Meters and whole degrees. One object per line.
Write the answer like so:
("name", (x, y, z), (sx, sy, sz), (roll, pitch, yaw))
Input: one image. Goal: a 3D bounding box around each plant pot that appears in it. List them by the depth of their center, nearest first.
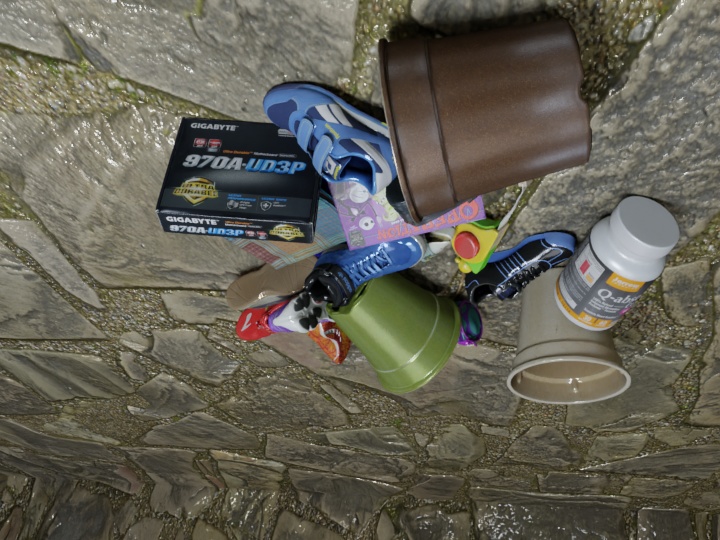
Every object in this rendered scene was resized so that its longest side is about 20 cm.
("plant pot", (0.135, -0.169, 0.738), (0.194, 0.203, 0.201), (-10, 148, 11))
("plant pot", (0.347, 0.105, 1.166), (0.196, 0.186, 0.201), (4, 151, 2))
("plant pot", (0.043, 0.078, 1.194), (0.198, 0.202, 0.190), (-22, 129, 39))

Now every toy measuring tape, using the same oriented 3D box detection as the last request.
("toy measuring tape", (0.184, -0.076, 1.018), (0.072, 0.074, 0.202), (11, 133, -11))

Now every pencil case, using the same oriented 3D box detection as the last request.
("pencil case", (0.133, 0.119, 1.318), (0.198, 0.094, 0.085), (-19, 142, 34))

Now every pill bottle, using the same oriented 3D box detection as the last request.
("pill bottle", (0.381, -0.008, 1.025), (0.114, 0.118, 0.201), (9, 142, -7))

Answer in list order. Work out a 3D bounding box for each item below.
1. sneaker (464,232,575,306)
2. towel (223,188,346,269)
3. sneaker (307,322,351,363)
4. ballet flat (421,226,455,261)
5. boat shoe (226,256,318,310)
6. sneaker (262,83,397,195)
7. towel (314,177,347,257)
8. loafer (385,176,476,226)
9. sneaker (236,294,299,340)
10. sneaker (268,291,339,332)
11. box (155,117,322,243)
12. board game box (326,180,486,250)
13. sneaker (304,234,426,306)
("sneaker", (0.258, 0.003, 1.111), (0.198, 0.079, 0.070), (-21, 141, 38))
("towel", (-0.103, -0.061, 1.019), (0.198, 0.022, 0.146), (-22, 141, 35))
("sneaker", (-0.069, 0.128, 1.411), (0.076, 0.074, 0.201), (15, 151, 27))
("ballet flat", (0.101, -0.074, 1.013), (0.070, 0.070, 0.201), (5, 149, 25))
("boat shoe", (-0.148, 0.022, 1.228), (0.197, 0.073, 0.065), (-23, 166, 20))
("sneaker", (-0.038, -0.163, 0.846), (0.197, 0.083, 0.074), (26, 155, 4))
("towel", (-0.049, -0.082, 1.044), (0.147, 0.050, 0.198), (29, 142, -34))
("loafer", (0.131, -0.121, 0.868), (0.197, 0.074, 0.072), (-22, 140, 16))
("sneaker", (-0.171, 0.089, 1.307), (0.198, 0.085, 0.078), (-23, 97, 28))
("sneaker", (-0.093, 0.064, 1.208), (0.082, 0.082, 0.199), (-15, 179, 30))
("box", (-0.148, -0.119, 0.886), (0.196, 0.161, 0.046), (5, 148, 2))
("board game box", (0.062, -0.105, 0.927), (0.196, 0.033, 0.121), (-13, 123, 12))
("sneaker", (0.001, 0.001, 1.010), (0.197, 0.112, 0.077), (-9, 123, 37))
